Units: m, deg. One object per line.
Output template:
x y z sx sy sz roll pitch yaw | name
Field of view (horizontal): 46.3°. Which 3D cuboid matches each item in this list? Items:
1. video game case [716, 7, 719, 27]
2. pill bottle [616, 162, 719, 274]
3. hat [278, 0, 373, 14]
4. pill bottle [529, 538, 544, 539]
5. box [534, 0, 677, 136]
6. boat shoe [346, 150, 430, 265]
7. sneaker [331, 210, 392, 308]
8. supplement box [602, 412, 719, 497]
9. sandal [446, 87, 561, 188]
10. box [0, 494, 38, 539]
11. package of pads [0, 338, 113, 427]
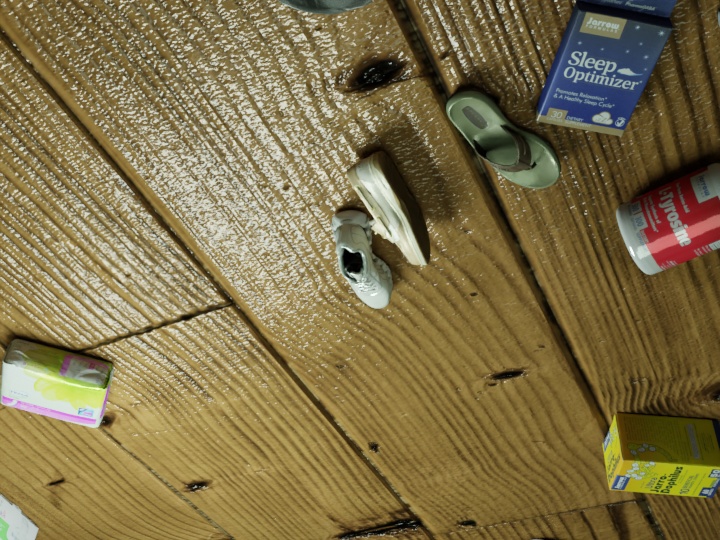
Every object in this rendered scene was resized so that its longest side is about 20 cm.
0.522 -0.270 0.937 0.200 0.181 0.026 -13 131 18 | video game case
0.474 -0.080 1.182 0.200 0.112 0.112 -26 127 27 | pill bottle
-0.042 -0.394 0.941 0.200 0.081 0.201 1 127 1 | hat
0.442 0.734 2.003 0.116 0.116 0.200 -14 132 19 | pill bottle
0.310 -0.267 1.069 0.121 0.032 0.200 9 134 -4 | box
0.043 -0.086 1.252 0.069 0.074 0.200 -15 122 23 | boat shoe
0.000 0.000 1.333 0.075 0.081 0.200 -12 134 14 | sneaker
0.580 0.354 1.611 0.200 0.110 0.109 4 135 2 | supplement box
0.193 -0.169 1.158 0.201 0.057 0.080 33 129 -25 | sandal
-0.916 0.619 2.034 0.176 0.097 0.200 -8 133 16 | box
-0.584 0.217 1.615 0.200 0.068 0.155 16 135 -12 | package of pads
